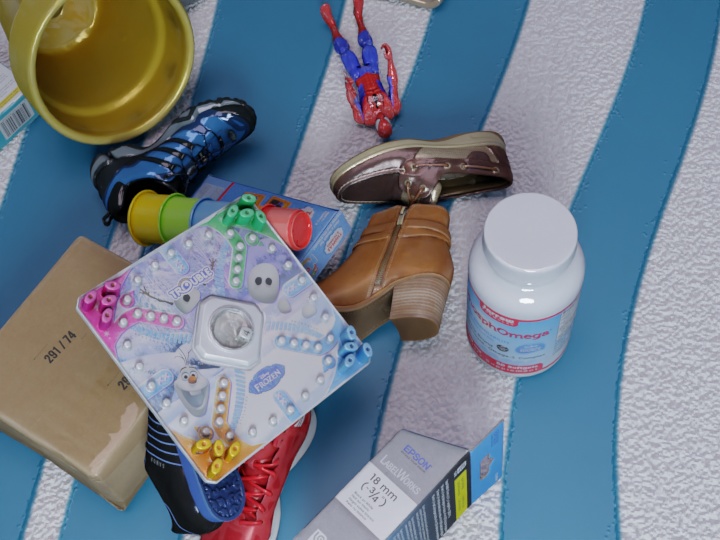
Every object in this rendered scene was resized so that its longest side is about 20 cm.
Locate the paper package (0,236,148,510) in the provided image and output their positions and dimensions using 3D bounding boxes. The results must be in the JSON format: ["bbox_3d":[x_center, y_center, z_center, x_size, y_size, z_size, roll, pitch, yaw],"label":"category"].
[{"bbox_3d":[-0.257,0.100,1.077,0.190,0.104,0.200,28,66,17],"label":"paper package"}]

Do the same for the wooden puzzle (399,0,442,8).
[{"bbox_3d":[0.037,-0.430,1.373,0.199,0.046,0.186,16,64,13],"label":"wooden puzzle"}]

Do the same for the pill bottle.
[{"bbox_3d":[0.155,0.014,1.033,0.108,0.200,0.109,-2,61,4],"label":"pill bottle"}]

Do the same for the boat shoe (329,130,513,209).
[{"bbox_3d":[0.068,-0.096,1.177,0.199,0.072,0.072,-10,60,-8],"label":"boat shoe"}]

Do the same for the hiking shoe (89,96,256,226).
[{"bbox_3d":[-0.198,-0.116,1.206,0.199,0.075,0.087,-28,55,2],"label":"hiking shoe"}]

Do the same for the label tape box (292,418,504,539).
[{"bbox_3d":[0.039,0.209,0.969,0.063,0.145,0.200,39,70,24],"label":"label tape box"}]

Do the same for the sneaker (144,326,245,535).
[{"bbox_3d":[-0.169,0.140,0.984,0.078,0.070,0.201,-29,72,37],"label":"sneaker"}]

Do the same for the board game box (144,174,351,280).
[{"bbox_3d":[-0.128,-0.018,1.128,0.199,0.037,0.152,17,62,39],"label":"board game box"}]

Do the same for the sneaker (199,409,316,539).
[{"bbox_3d":[-0.105,0.188,1.008,0.078,0.116,0.201,14,63,12],"label":"sneaker"}]

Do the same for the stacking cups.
[{"bbox_3d":[-0.139,-0.050,1.099,0.199,0.061,0.061,3,60,28],"label":"stacking cups"}]

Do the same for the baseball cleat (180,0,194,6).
[{"bbox_3d":[-0.197,-0.405,1.344,0.070,0.107,0.200,38,73,17],"label":"baseball cleat"}]

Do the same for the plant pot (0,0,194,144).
[{"bbox_3d":[-0.320,-0.273,1.245,0.200,0.201,0.189,-37,49,-15],"label":"plant pot"}]

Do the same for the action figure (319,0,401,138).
[{"bbox_3d":[0.001,-0.246,1.251,0.065,0.099,0.201,-16,64,-3],"label":"action figure"}]

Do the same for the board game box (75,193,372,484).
[{"bbox_3d":[-0.115,0.052,0.971,0.200,0.026,0.200,-35,84,-30],"label":"board game box"}]

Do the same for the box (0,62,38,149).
[{"bbox_3d":[-0.480,-0.228,1.303,0.199,0.049,0.082,34,69,20],"label":"box"}]

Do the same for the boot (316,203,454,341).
[{"bbox_3d":[0.000,0.000,1.136,0.198,0.074,0.155,1,52,11],"label":"boot"}]
